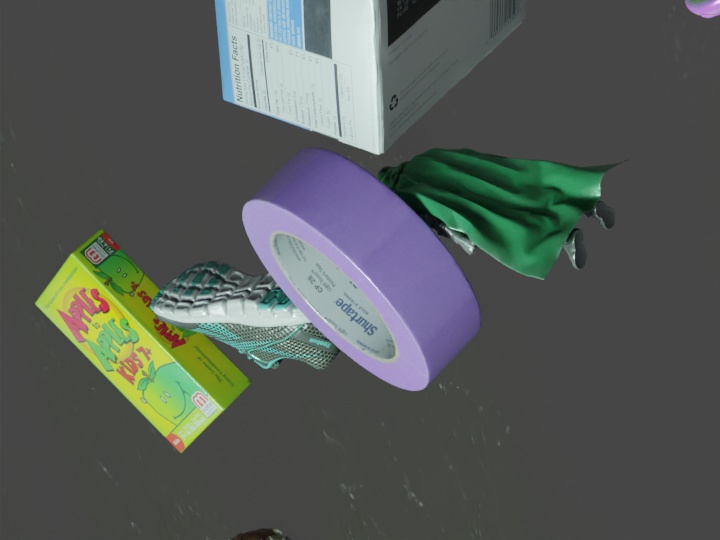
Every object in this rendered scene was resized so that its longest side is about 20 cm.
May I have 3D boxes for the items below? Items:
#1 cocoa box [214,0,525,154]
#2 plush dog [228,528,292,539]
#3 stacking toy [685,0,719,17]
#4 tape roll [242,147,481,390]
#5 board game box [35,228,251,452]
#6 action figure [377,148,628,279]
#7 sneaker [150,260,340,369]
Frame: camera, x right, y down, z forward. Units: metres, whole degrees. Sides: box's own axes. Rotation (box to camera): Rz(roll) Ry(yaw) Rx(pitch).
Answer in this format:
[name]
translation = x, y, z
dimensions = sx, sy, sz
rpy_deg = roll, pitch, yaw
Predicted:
[cocoa box]
translation = 0.009, -0.195, 1.231
dimensions = 0.131, 0.200, 0.134
rpy_deg = 20, 134, 26
[plush dog]
translation = -0.072, 0.368, 1.771
dimensions = 0.199, 0.172, 0.161
rpy_deg = 20, 134, 24
[stacking toy]
translation = 0.218, -0.201, 1.148
dimensions = 0.116, 0.110, 0.200
rpy_deg = -24, 117, 44
[tape roll]
translation = 0.000, 0.000, 1.443
dimensions = 0.200, 0.066, 0.200
rpy_deg = 41, 163, 15
[board game box]
translation = -0.205, 0.067, 1.732
dimensions = 0.200, 0.048, 0.102
rpy_deg = 45, 139, 0
[action figure]
translation = 0.090, -0.052, 1.372
dimensions = 0.199, 0.118, 0.055
rpy_deg = 18, 145, 39
[sneaker]
translation = -0.099, 0.048, 1.614
dimensions = 0.199, 0.078, 0.092
rpy_deg = 5, 129, 38
